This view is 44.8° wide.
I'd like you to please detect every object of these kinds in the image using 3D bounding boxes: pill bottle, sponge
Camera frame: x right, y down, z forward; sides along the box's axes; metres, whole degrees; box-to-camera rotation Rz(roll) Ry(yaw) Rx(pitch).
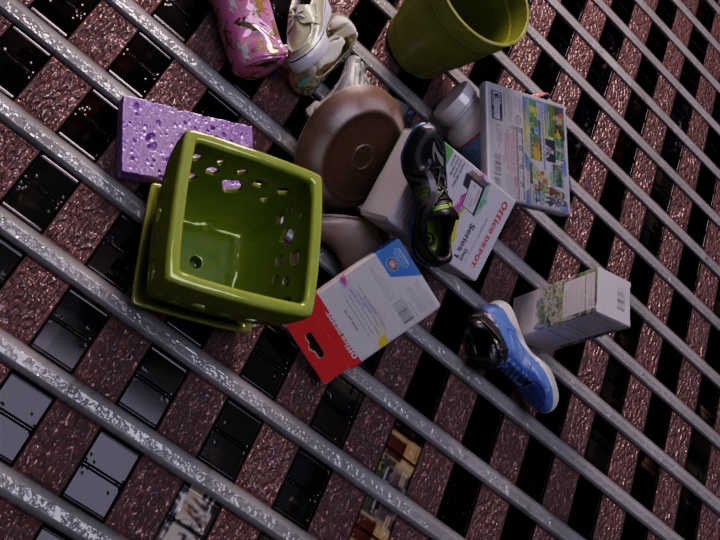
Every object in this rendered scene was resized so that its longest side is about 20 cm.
[{"bbox_3d":[0.223,-0.230,1.523,0.200,0.108,0.109,42,54,-16],"label":"pill bottle"},{"bbox_3d":[-0.239,-0.166,1.215,0.198,0.030,0.113,9,69,-33],"label":"sponge"}]

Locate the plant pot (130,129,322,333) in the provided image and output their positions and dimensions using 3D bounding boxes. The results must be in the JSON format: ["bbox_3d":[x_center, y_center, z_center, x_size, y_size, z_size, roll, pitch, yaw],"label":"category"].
[{"bbox_3d":[-0.179,-0.031,1.113,0.198,0.181,0.201,17,64,-30],"label":"plant pot"}]

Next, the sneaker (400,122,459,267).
[{"bbox_3d":[0.103,-0.102,1.196,0.070,0.082,0.202,-12,106,-28],"label":"sneaker"}]

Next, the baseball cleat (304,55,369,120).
[{"bbox_3d":[-0.037,-0.277,1.378,0.201,0.105,0.070,-86,157,-56],"label":"baseball cleat"}]

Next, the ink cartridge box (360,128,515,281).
[{"bbox_3d":[0.119,-0.096,1.309,0.199,0.084,0.146,32,83,-34],"label":"ink cartridge box"}]

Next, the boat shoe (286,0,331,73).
[{"bbox_3d":[-0.089,-0.379,1.353,0.062,0.071,0.201,52,27,-35],"label":"boat shoe"}]

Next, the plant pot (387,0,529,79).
[{"bbox_3d":[0.149,-0.426,1.487,0.198,0.192,0.203,13,65,-31],"label":"plant pot"}]

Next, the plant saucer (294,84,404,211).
[{"bbox_3d":[-0.005,-0.174,1.301,0.199,0.037,0.202,-21,128,-28],"label":"plant saucer"}]

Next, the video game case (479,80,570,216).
[{"bbox_3d":[0.277,-0.203,1.471,0.180,0.022,0.203,9,73,-29],"label":"video game case"}]

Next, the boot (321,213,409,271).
[{"bbox_3d":[0.000,0.000,1.309,0.198,0.070,0.148,6,78,-26],"label":"boot"}]

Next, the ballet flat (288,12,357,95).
[{"bbox_3d":[-0.045,-0.357,1.397,0.068,0.075,0.201,43,54,-17],"label":"ballet flat"}]

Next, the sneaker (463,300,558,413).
[{"bbox_3d":[0.236,0.153,1.410,0.111,0.077,0.202,-21,82,-45],"label":"sneaker"}]

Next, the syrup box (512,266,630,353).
[{"bbox_3d":[0.342,0.070,1.441,0.081,0.199,0.080,22,62,-26],"label":"syrup box"}]

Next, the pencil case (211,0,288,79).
[{"bbox_3d":[-0.173,-0.390,1.313,0.086,0.082,0.202,-8,77,-45],"label":"pencil case"}]

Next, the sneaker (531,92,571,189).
[{"bbox_3d":[0.357,-0.238,1.638,0.075,0.084,0.202,-24,88,-39],"label":"sneaker"}]

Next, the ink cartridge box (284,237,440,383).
[{"bbox_3d":[-0.001,0.056,1.247,0.199,0.067,0.117,-34,97,-3],"label":"ink cartridge box"}]

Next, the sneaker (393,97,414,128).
[{"bbox_3d":[0.077,-0.207,1.432,0.200,0.073,0.112,45,54,-13],"label":"sneaker"}]
